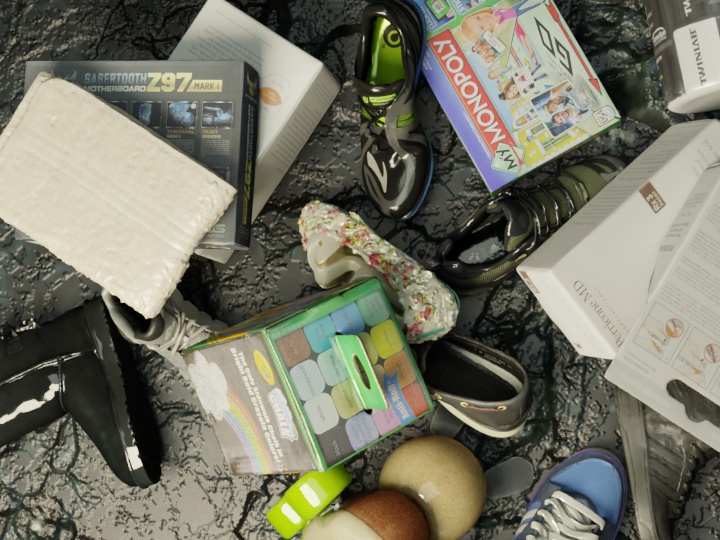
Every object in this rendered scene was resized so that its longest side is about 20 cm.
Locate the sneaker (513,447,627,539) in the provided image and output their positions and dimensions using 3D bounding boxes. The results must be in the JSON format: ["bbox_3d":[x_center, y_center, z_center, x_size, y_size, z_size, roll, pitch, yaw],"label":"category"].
[{"bbox_3d":[0.158,0.240,1.085,0.081,0.146,0.200,35,91,10],"label":"sneaker"}]

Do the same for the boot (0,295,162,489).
[{"bbox_3d":[-0.283,0.128,1.200,0.162,0.073,0.199,-21,75,4],"label":"boot"}]

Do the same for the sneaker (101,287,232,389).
[{"bbox_3d":[-0.151,0.069,1.163,0.200,0.115,0.075,30,90,10],"label":"sneaker"}]

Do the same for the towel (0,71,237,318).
[{"bbox_3d":[-0.214,-0.065,1.076,0.200,0.034,0.133,34,94,11],"label":"towel"}]

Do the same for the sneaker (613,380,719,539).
[{"bbox_3d":[0.277,0.152,1.117,0.104,0.060,0.200,-11,77,10],"label":"sneaker"}]

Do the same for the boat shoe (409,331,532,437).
[{"bbox_3d":[0.057,0.076,1.142,0.201,0.063,0.074,24,58,18],"label":"boat shoe"}]

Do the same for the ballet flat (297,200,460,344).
[{"bbox_3d":[0.000,0.000,1.134,0.064,0.076,0.200,-31,47,-31],"label":"ballet flat"}]

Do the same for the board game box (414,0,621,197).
[{"bbox_3d":[0.129,-0.186,1.186,0.134,0.029,0.200,-30,82,4],"label":"board game box"}]

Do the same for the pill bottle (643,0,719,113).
[{"bbox_3d":[0.296,-0.244,1.126,0.106,0.106,0.200,-12,84,8],"label":"pill bottle"}]

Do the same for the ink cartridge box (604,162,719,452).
[{"bbox_3d":[0.301,0.039,1.044,0.162,0.057,0.200,33,87,-5],"label":"ink cartridge box"}]

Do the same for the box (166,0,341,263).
[{"bbox_3d":[-0.128,-0.125,1.185,0.124,0.097,0.200,34,91,10],"label":"box"}]

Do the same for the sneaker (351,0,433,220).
[{"bbox_3d":[0.021,-0.144,1.160,0.071,0.083,0.200,3,99,26],"label":"sneaker"}]

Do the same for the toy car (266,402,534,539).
[{"bbox_3d":[0.051,0.199,1.134,0.200,0.158,0.164,-40,83,-25],"label":"toy car"}]

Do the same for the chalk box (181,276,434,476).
[{"bbox_3d":[-0.034,0.087,1.073,0.124,0.200,0.125,-25,95,-35],"label":"chalk box"}]

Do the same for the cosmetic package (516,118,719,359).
[{"bbox_3d":[0.240,-0.027,1.095,0.200,0.074,0.102,-43,103,-13],"label":"cosmetic package"}]

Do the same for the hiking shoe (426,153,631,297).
[{"bbox_3d":[0.152,-0.039,1.132,0.200,0.101,0.076,-31,81,5],"label":"hiking shoe"}]

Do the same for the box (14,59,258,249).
[{"bbox_3d":[-0.191,-0.099,1.117,0.200,0.051,0.158,1,86,10],"label":"box"}]
